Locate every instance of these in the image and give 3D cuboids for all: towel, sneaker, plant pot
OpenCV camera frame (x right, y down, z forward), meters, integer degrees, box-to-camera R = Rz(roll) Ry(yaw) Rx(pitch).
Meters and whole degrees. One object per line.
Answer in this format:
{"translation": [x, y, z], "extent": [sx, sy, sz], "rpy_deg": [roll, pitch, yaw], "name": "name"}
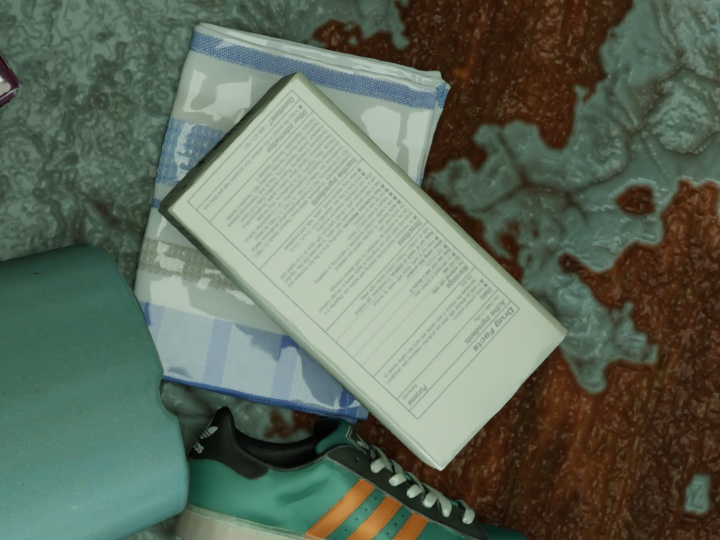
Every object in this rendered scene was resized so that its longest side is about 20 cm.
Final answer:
{"translation": [-0.042, -0.026, 1.354], "extent": [0.147, 0.024, 0.200], "rpy_deg": [13, 90, -9], "name": "towel"}
{"translation": [0.004, 0.124, 1.342], "extent": [0.200, 0.071, 0.080], "rpy_deg": [12, 94, -8], "name": "sneaker"}
{"translation": [-0.202, 0.083, 1.256], "extent": [0.196, 0.200, 0.201], "rpy_deg": [-19, 95, -16], "name": "plant pot"}

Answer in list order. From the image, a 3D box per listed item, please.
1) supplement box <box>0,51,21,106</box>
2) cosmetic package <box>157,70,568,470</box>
{"translation": [-0.282, -0.077, 1.259], "extent": [0.200, 0.131, 0.103], "rpy_deg": [-34, 96, -8], "name": "supplement box"}
{"translation": [0.000, 0.000, 1.313], "extent": [0.105, 0.071, 0.200], "rpy_deg": [-45, 98, -5], "name": "cosmetic package"}
